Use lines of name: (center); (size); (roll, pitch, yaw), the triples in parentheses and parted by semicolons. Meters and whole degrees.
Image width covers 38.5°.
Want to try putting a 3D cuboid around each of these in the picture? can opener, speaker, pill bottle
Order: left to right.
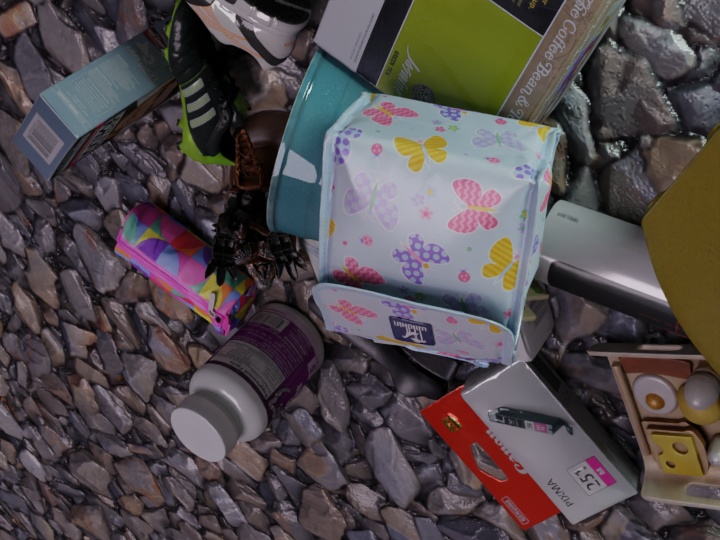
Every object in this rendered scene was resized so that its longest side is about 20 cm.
pill bottle: (-0.140, 0.139, 1.275); (0.112, 0.200, 0.113); (22, 136, 23)
can opener: (0.023, 0.086, 1.216); (0.199, 0.079, 0.063); (32, 178, 19)
speaker: (0.258, 0.005, 0.924); (0.199, 0.081, 0.082); (23, 136, 23)

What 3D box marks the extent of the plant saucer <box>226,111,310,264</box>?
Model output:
plant saucer: (-0.078, -0.083, 1.166); (0.199, 0.032, 0.201); (22, 134, 24)

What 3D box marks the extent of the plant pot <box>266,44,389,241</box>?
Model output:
plant pot: (0.037, -0.101, 0.944); (0.187, 0.201, 0.201); (19, 136, 5)

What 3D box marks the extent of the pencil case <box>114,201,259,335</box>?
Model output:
pencil case: (-0.220, -0.003, 1.313); (0.200, 0.088, 0.089); (36, 140, 11)

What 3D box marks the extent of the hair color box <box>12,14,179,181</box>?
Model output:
hair color box: (-0.265, -0.186, 1.099); (0.061, 0.200, 0.099); (49, 140, -6)

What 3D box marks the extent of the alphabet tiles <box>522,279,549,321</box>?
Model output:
alphabet tiles: (0.074, -0.002, 0.972); (0.200, 0.165, 0.006); (-127, 39, -53)

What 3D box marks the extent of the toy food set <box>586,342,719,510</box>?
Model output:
toy food set: (0.318, 0.155, 1.018); (0.143, 0.060, 0.201); (-2, 122, 40)

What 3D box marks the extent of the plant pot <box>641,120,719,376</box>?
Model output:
plant pot: (0.329, -0.029, 0.757); (0.200, 0.195, 0.195); (42, 141, 11)

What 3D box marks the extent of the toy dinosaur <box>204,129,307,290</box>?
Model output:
toy dinosaur: (-0.120, -0.055, 1.108); (0.102, 0.136, 0.200); (-20, 129, 12)

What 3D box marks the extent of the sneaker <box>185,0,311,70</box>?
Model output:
sneaker: (-0.142, -0.261, 0.974); (0.200, 0.074, 0.080); (37, 141, 9)

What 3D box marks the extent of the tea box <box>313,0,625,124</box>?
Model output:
tea box: (0.098, -0.225, 0.816); (0.196, 0.134, 0.200); (38, 140, 7)

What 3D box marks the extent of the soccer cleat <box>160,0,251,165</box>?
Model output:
soccer cleat: (-0.157, -0.194, 1.079); (0.080, 0.068, 0.201); (12, 137, 11)

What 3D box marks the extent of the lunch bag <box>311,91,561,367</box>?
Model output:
lunch bag: (0.056, -0.018, 0.806); (0.168, 0.127, 0.201); (14, 124, 12)

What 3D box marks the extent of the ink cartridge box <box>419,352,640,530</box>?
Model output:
ink cartridge box: (0.181, 0.199, 1.150); (0.173, 0.044, 0.200); (-38, 97, 32)

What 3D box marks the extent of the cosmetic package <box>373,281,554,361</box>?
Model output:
cosmetic package: (0.094, 0.028, 1.086); (0.199, 0.074, 0.102); (2, 125, 37)

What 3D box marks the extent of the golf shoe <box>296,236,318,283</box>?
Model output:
golf shoe: (0.000, 0.000, 1.062); (0.200, 0.078, 0.098); (51, 135, 33)
